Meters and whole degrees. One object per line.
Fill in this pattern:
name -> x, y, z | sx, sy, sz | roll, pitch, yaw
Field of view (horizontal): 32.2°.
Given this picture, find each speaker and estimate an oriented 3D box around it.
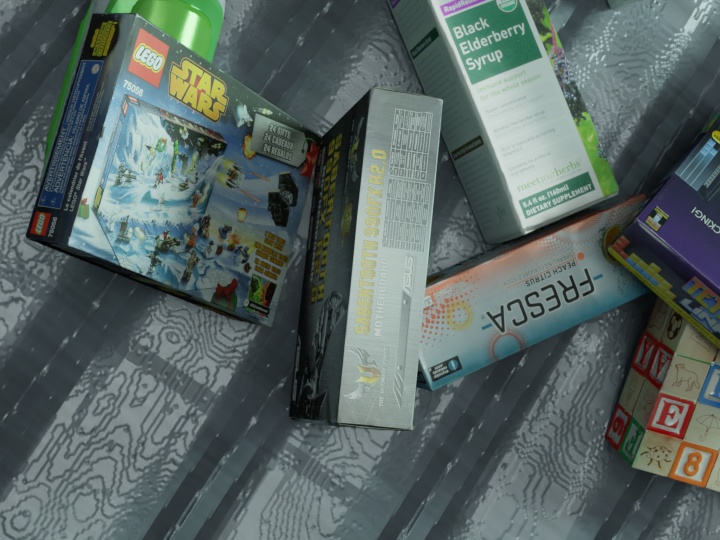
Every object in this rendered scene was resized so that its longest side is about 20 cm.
speaker -> -0.149, -0.108, 0.811 | 0.088, 0.088, 0.201 | 16, 81, -11

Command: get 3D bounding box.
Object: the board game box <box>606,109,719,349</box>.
board game box -> 0.292, -0.013, 0.835 | 0.200, 0.057, 0.165 | 41, 64, 5

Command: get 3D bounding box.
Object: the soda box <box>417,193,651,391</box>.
soda box -> 0.115, 0.014, 0.870 | 0.199, 0.064, 0.069 | -22, 94, -13

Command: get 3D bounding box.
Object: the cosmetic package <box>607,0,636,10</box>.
cosmetic package -> 0.194, -0.305, 0.897 | 0.081, 0.113, 0.201 | -23, 92, -14

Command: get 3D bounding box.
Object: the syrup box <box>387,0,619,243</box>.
syrup box -> 0.096, -0.127, 0.871 | 0.078, 0.081, 0.201 | -22, 91, -14

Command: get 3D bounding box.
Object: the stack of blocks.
stack of blocks -> 0.291, 0.102, 0.889 | 0.199, 0.059, 0.116 | 17, 100, -11

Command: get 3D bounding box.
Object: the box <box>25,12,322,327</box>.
box -> -0.106, -0.055, 0.774 | 0.040, 0.200, 0.138 | 10, 79, 33

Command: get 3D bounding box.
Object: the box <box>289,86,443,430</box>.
box -> 0.000, 0.000, 0.798 | 0.048, 0.158, 0.202 | 7, 84, -12
